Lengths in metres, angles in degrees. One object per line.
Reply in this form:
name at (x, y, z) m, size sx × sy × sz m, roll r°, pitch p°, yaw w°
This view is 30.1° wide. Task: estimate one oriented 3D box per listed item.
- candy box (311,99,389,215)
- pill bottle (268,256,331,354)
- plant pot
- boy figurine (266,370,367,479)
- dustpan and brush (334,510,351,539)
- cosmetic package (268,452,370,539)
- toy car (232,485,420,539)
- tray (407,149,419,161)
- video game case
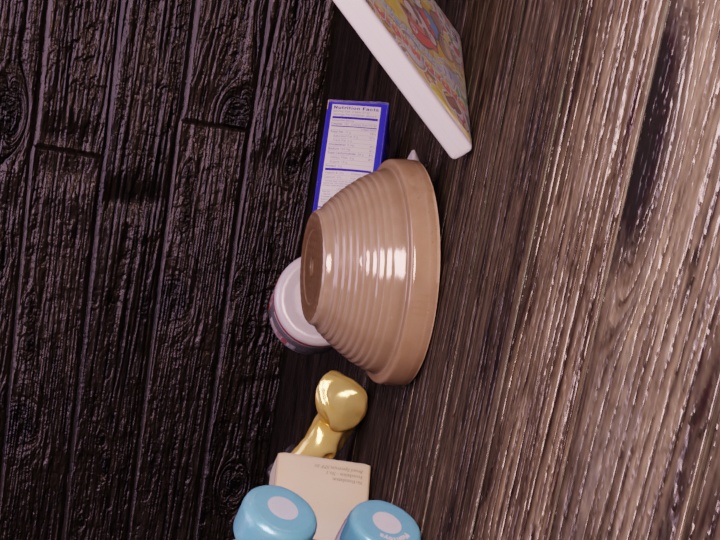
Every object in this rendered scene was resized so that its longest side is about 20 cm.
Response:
candy box at (-0.012, -0.065, 1.506) m, size 0.169 × 0.076 × 0.202 m, roll 87°, pitch -170°, yaw -67°
pill bottle at (-0.060, 0.048, 1.728) m, size 0.200 × 0.115 × 0.117 m, roll 131°, pitch 147°, yaw -79°
plant pot at (0.000, 0.000, 1.195) m, size 0.201 × 0.092 × 0.203 m, roll -177°, pitch 90°, yaw -75°
boy figurine at (-0.048, 0.191, 1.543) m, size 0.124 × 0.064 × 0.201 m, roll -43°, pitch -13°, yaw -40°
dustpan and brush at (-0.011, 0.339, 1.234) m, size 0.140 × 0.057 × 0.202 m, roll 110°, pitch 173°, yaw -64°
cosmetic package at (-0.050, 0.297, 1.365) m, size 0.073 × 0.102 × 0.202 m, roll 112°, pitch 164°, yaw -60°
toy car at (-0.035, 0.299, 0.999) m, size 0.201 × 0.175 × 0.186 m, roll -114°, pitch 42°, yaw -55°
tray at (0.039, -0.041, 1.344) m, size 0.200 × 0.022 × 0.109 m, roll 122°, pitch 154°, yaw -76°
video game case at (0.026, -0.212, 1.075) m, size 0.200 × 0.023 × 0.183 m, roll 50°, pitch -156°, yaw -31°
